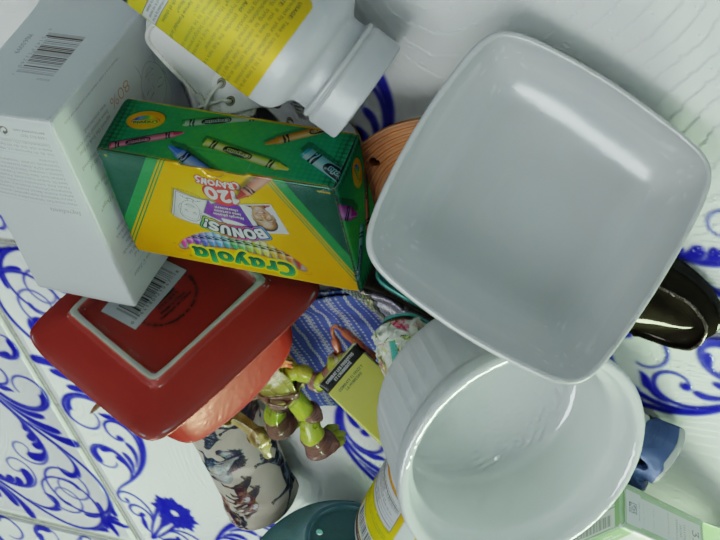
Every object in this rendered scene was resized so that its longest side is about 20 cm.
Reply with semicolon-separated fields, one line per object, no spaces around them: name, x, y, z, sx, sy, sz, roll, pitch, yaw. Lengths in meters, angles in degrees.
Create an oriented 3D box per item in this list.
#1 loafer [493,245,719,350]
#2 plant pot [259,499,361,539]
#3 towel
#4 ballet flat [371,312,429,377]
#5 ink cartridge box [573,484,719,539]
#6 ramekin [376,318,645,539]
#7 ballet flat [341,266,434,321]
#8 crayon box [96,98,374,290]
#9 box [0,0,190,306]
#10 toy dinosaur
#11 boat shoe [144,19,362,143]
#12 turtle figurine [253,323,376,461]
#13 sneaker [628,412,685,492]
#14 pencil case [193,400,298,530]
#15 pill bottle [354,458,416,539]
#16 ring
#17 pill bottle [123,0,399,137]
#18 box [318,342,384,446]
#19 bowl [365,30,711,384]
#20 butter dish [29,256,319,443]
loafer;0.175;0.018;1.331;0.198;0.072;0.073;22;141;-4
plant pot;-0.021;0.303;1.745;0.198;0.201;0.136;26;137;10
towel;-0.023;0.074;1.616;0.198;0.024;0.145;-5;131;41
ballet flat;0.076;0.096;1.457;0.075;0.065;0.199;-21;147;34
ink cartridge box;0.239;0.252;1.516;0.199;0.048;0.145;27;139;-29
ramekin;0.108;0.117;1.363;0.202;0.199;0.098;64;177;-37
ballet flat;0.000;0.000;1.470;0.199;0.072;0.072;34;145;0
crayon box;-0.090;-0.058;1.366;0.198;0.059;0.119;10;144;20
box;-0.219;-0.099;1.452;0.105;0.153;0.201;10;138;28
toy dinosaur;-0.159;0.112;1.608;0.199;0.059;0.101;21;-167;-34
boat shoe;-0.092;-0.131;1.385;0.199;0.070;0.071;36;145;-4
turtle figurine;-0.063;0.104;1.610;0.198;0.065;0.162;9;141;27
sneaker;0.172;0.145;1.509;0.115;0.081;0.199;42;137;-7
pencil case;-0.128;0.173;1.764;0.088;0.078;0.201;-12;130;14
pill bottle;0.067;0.203;1.622;0.109;0.110;0.201;30;145;4
ring;0.082;-0.047;1.366;0.198;0.019;0.202;12;139;10
pill bottle;-0.073;-0.187;1.268;0.199;0.112;0.111;37;145;-5
box;0.053;0.146;1.486;0.200;0.050;0.075;43;176;6
bowl;0.120;-0.044;1.249;0.199;0.201;0.075;32;-177;-1
butter dish;-0.143;0.066;1.524;0.199;0.200;0.148;34;159;37
